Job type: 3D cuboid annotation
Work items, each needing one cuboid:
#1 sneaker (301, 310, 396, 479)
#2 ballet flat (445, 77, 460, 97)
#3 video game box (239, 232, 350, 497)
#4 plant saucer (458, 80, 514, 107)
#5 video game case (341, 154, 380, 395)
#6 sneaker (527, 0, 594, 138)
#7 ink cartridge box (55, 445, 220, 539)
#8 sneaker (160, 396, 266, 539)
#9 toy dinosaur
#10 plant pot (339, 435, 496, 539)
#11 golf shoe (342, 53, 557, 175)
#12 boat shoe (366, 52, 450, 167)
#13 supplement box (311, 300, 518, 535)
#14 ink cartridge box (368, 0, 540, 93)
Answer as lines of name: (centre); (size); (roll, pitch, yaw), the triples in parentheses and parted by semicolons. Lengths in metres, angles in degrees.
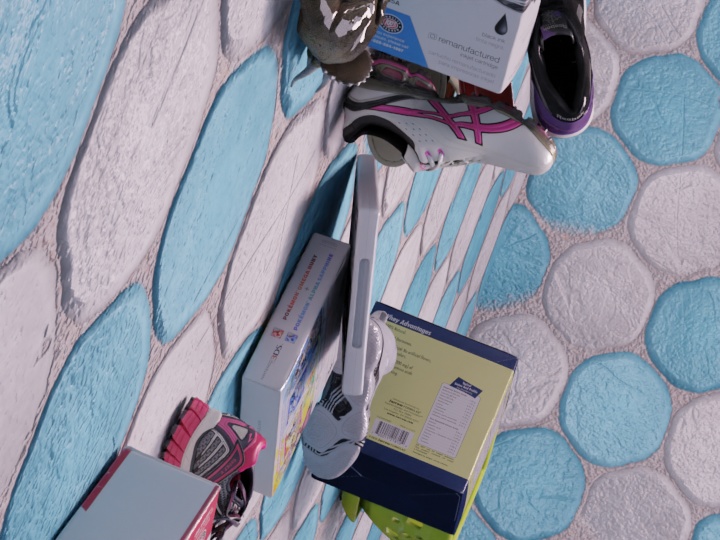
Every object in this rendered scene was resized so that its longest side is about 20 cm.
sneaker: (-0.007, 0.140, 2.087); (0.115, 0.075, 0.201); (-32, 138, -71)
ballet flat: (0.090, -0.211, 1.889); (0.069, 0.071, 0.201); (-4, 124, -37)
video game box: (-0.066, 0.094, 1.737); (0.200, 0.047, 0.183); (98, 12, -53)
plant saucer: (0.115, -0.223, 1.754); (0.200, 0.036, 0.201); (-102, -177, -76)
video game case: (0.000, 0.000, 1.735); (0.200, 0.023, 0.183); (-93, -172, -72)
sneaker: (0.176, -0.226, 1.617); (0.088, 0.075, 0.201); (74, 3, -82)
ink cartridge box: (-0.177, 0.255, 1.307); (0.145, 0.083, 0.201); (-58, 165, -52)
sneaker: (-0.130, 0.198, 1.496); (0.081, 0.074, 0.201); (-60, 168, -45)
toy dinosaur: (-0.014, -0.191, 1.332); (0.200, 0.077, 0.103); (37, 66, -84)
plant pot: (0.082, 0.279, 2.589); (0.199, 0.181, 0.201); (99, 14, -53)
golf shoe: (0.079, -0.121, 1.641); (0.073, 0.199, 0.092); (94, 17, -72)
boat shoe: (0.053, -0.197, 1.720); (0.066, 0.074, 0.201); (-5, 101, -77)
supplement box: (0.067, 0.183, 2.226); (0.134, 0.199, 0.200); (96, 18, -59)
ink cartridge box: (0.086, -0.272, 1.518); (0.086, 0.146, 0.201); (-59, 166, -48)
